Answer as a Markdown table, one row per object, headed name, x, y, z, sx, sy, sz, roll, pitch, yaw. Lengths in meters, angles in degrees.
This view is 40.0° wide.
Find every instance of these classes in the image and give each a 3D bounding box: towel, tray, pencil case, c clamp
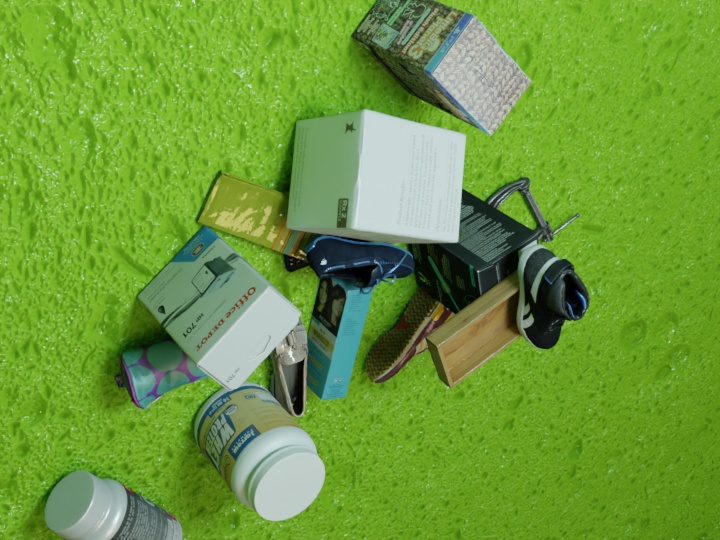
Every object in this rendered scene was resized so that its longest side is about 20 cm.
| name | x | y | z | sx | sy | sz | roll | pitch | yaw |
| --- | --- | --- | --- | --- | --- | --- | --- | --- | --- |
| towel | -0.136 | -0.076 | 1.459 | 0.200 | 0.018 | 0.086 | 20 | 102 | -32 |
| tray | 0.197 | 0.087 | 1.538 | 0.200 | 0.037 | 0.099 | -35 | 132 | -16 |
| pencil case | -0.257 | 0.135 | 1.467 | 0.200 | 0.085 | 0.093 | -19 | 109 | -27 |
| c clamp | 0.297 | -0.098 | 1.791 | 0.171 | 0.027 | 0.200 | -45 | 135 | 0 |

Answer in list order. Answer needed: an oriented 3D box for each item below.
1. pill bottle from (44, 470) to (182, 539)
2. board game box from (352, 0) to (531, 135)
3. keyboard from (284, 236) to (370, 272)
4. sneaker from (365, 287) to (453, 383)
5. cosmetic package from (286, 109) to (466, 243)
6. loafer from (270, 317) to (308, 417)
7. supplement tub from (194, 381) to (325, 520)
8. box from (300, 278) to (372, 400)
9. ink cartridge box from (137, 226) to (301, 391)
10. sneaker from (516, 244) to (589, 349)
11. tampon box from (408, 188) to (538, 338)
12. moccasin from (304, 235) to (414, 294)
| name | x | y | z | sx | sy | sz | roll | pitch | yaw |
| --- | --- | --- | --- | --- | --- | --- | --- | --- | --- |
| pill bottle | -0.374 | 0.387 | 1.507 | 0.114 | 0.114 | 0.200 | -46 | 133 | -5 |
| board game box | 0.114 | -0.302 | 1.411 | 0.097 | 0.200 | 0.159 | -53 | 133 | 1 |
| keyboard | -0.028 | -0.064 | 1.554 | 0.200 | 0.040 | 0.104 | -23 | 128 | -26 |
| sneaker | 0.095 | 0.126 | 1.733 | 0.200 | 0.075 | 0.090 | -51 | 131 | 1 |
| cosmetic package | 0.023 | -0.129 | 1.437 | 0.200 | 0.165 | 0.165 | 7 | 87 | -38 |
| loafer | -0.110 | 0.147 | 1.598 | 0.072 | 0.063 | 0.200 | -18 | 125 | -27 |
| supplement tub | -0.158 | 0.281 | 1.547 | 0.144 | 0.200 | 0.145 | -18 | 124 | -28 |
| box | -0.043 | 0.104 | 1.611 | 0.049 | 0.082 | 0.200 | -2 | 116 | -35 |
| ink cartridge box | -0.199 | 0.049 | 1.381 | 0.146 | 0.200 | 0.086 | -47 | 133 | -5 |
| sneaker | 0.294 | 0.065 | 1.496 | 0.073 | 0.112 | 0.200 | -30 | 131 | -18 |
| tampon box | 0.186 | -0.017 | 1.630 | 0.126 | 0.200 | 0.150 | -30 | 131 | -19 |
| moccasin | 0.000 | 0.000 | 1.520 | 0.200 | 0.068 | 0.080 | 5 | 147 | -33 |
